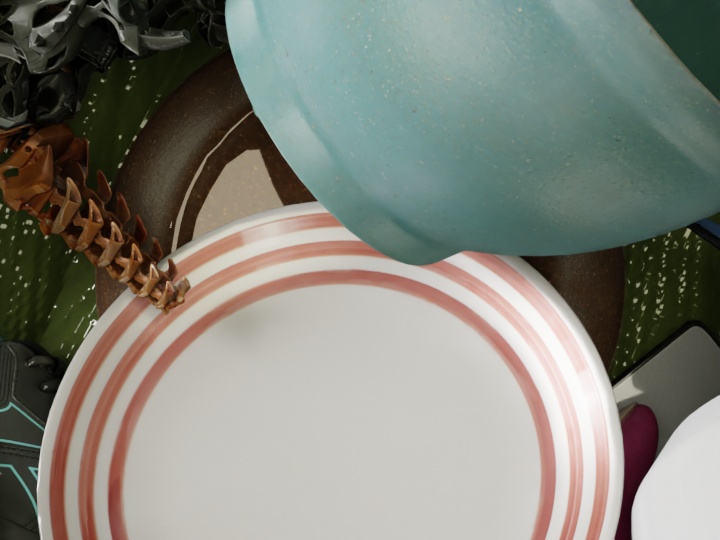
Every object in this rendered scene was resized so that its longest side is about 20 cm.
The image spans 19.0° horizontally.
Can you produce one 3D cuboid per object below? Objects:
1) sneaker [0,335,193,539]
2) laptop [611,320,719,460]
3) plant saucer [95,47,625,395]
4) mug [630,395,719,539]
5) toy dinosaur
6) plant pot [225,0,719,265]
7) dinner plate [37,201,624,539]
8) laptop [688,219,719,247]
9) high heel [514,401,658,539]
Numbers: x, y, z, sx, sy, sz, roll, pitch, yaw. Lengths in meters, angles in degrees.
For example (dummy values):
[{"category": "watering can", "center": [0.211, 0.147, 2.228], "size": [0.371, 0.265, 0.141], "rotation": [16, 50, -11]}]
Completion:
[{"category": "sneaker", "center": [-0.117, 0.067, 0.767], "size": [0.199, 0.075, 0.080], "rotation": [18, 83, -1]}, {"category": "laptop", "center": [0.117, 0.149, 0.750], "size": [0.187, 0.116, 0.200], "rotation": [-38, 88, -5]}, {"category": "plant saucer", "center": [0.000, 0.000, 0.789], "size": [0.199, 0.037, 0.201], "rotation": [0, 84, 0]}, {"category": "mug", "center": [0.165, 0.122, 0.685], "size": [0.186, 0.149, 0.154], "rotation": [22, 43, -33]}, {"category": "toy dinosaur", "center": [-0.113, -0.083, 0.751], "size": [0.135, 0.102, 0.200], "rotation": [-32, 107, 27]}, {"category": "plant pot", "center": [0.041, -0.084, 0.699], "size": [0.134, 0.200, 0.201], "rotation": [-34, 88, 23]}, {"category": "dinner plate", "center": [-0.010, 0.069, 0.729], "size": [0.199, 0.024, 0.201], "rotation": [-3, 62, 6]}, {"category": "laptop", "center": [0.231, -0.007, 0.707], "size": [0.199, 0.187, 0.116], "rotation": [-30, 111, -4]}, {"category": "high heel", "center": [0.075, 0.144, 0.735], "size": [0.096, 0.067, 0.200], "rotation": [33, 63, 2]}]
